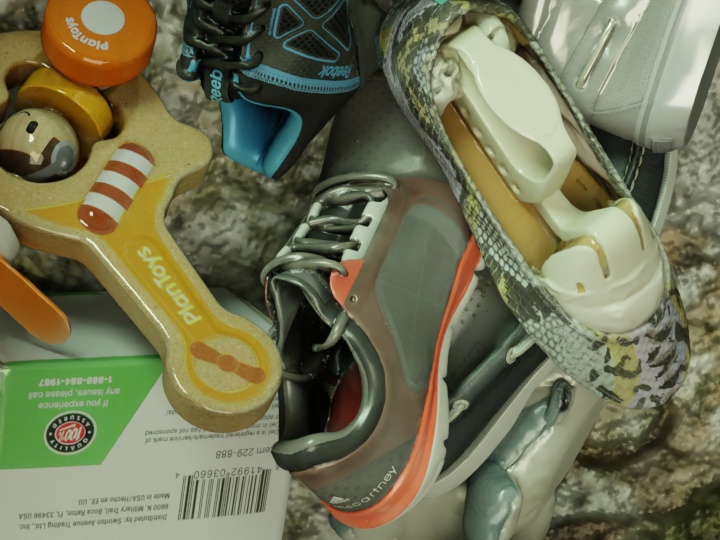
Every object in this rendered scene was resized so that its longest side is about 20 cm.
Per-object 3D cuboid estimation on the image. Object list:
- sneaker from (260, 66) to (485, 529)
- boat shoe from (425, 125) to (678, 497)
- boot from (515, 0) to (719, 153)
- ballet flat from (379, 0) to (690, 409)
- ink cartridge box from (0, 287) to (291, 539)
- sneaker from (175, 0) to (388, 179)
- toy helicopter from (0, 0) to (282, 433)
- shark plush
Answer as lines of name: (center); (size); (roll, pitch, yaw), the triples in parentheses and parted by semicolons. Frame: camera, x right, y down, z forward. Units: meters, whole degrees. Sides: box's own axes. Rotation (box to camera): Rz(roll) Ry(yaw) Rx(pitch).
sneaker: (0.000, 0.000, 1.200); (0.077, 0.201, 0.082); (-14, 152, 33)
boat shoe: (0.062, 0.006, 1.245); (0.201, 0.075, 0.060); (-59, 146, 0)
boot: (0.121, -0.156, 1.216); (0.095, 0.074, 0.201); (20, 89, 10)
ballet flat: (0.077, -0.028, 1.185); (0.072, 0.072, 0.201); (-33, 98, 5)
ink cartridge box: (-0.114, 0.116, 1.250); (0.145, 0.084, 0.201); (-1, 111, -31)
sneaker: (-0.037, -0.109, 1.153); (0.073, 0.200, 0.082); (23, 69, 25)
toy helicopter: (-0.106, -0.014, 1.164); (0.132, 0.200, 0.079); (-27, 157, -30)
shark plush: (0.062, 0.048, 1.283); (0.083, 0.091, 0.201); (31, 111, 16)
